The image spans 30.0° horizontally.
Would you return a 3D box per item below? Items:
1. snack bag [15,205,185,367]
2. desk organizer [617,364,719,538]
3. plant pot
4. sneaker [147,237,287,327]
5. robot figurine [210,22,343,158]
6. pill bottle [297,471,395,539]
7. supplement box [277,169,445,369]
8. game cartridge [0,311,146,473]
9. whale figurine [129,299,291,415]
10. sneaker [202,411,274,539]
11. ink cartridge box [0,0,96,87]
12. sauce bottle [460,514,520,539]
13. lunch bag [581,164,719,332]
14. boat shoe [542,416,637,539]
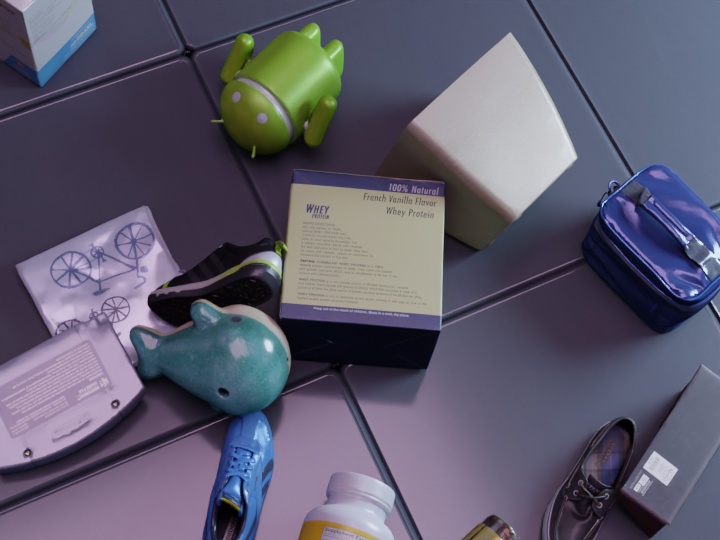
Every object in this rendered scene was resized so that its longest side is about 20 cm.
[{"bbox_3d":[-0.309,0.036,1.695,0.187,0.021,0.201,-26,74,-16],"label":"snack bag"},{"bbox_3d":[0.389,0.223,1.652,0.071,0.077,0.200,35,66,10],"label":"desk organizer"},{"bbox_3d":[0.161,-0.148,1.745,0.177,0.200,0.200,46,68,3],"label":"plant pot"},{"bbox_3d":[-0.169,0.012,1.642,0.198,0.072,0.084,-14,45,28],"label":"sneaker"},{"bbox_3d":[-0.105,-0.237,1.790,0.175,0.116,0.200,38,68,14],"label":"robot figurine"},{"bbox_3d":[-0.024,0.339,1.534,0.111,0.112,0.202,17,64,2],"label":"pill bottle"},{"bbox_3d":[0.000,0.000,1.681,0.197,0.135,0.202,5,65,-4],"label":"supplement box"},{"bbox_3d":[-0.366,0.153,1.615,0.198,0.042,0.134,-28,78,-12],"label":"game cartridge"},{"bbox_3d":[-0.184,0.112,1.600,0.197,0.161,0.104,2,35,11],"label":"whale figurine"},{"bbox_3d":[-0.141,0.249,1.584,0.065,0.079,0.202,10,63,1],"label":"sneaker"},{"bbox_3d":[-0.441,-0.369,1.768,0.128,0.201,0.126,34,66,10],"label":"ink cartridge box"},{"bbox_3d":[0.102,0.370,1.562,0.199,0.065,0.065,-37,74,-19],"label":"sauce bottle"},{"bbox_3d":[0.388,-0.039,1.744,0.135,0.133,0.200,-38,75,-21],"label":"lunch bag"},{"bbox_3d":[0.284,0.262,1.629,0.070,0.066,0.201,33,66,9],"label":"boat shoe"}]
